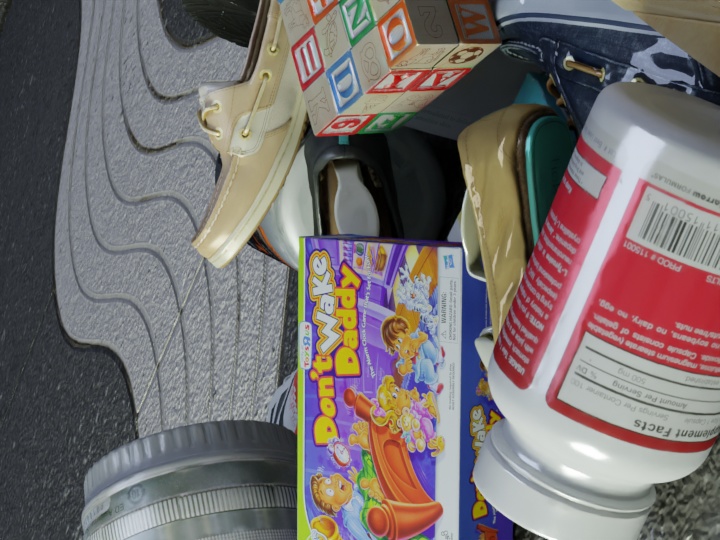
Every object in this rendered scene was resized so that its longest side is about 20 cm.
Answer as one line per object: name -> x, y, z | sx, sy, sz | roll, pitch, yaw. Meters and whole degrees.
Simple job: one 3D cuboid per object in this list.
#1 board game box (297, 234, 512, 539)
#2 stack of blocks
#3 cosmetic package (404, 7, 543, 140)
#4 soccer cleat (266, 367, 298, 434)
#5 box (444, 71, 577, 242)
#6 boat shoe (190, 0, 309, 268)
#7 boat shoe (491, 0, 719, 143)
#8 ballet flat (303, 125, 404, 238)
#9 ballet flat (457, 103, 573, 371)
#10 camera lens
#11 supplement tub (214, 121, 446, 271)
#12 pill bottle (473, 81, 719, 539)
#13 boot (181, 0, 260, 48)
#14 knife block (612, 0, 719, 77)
board game box -> 0.024, 0.082, 1.057 | 0.134, 0.045, 0.200 | 4, 96, 48
stack of blocks -> -0.001, -0.191, 1.072 | 0.115, 0.059, 0.200 | -37, 64, 52
cosmetic package -> 0.033, -0.145, 1.221 | 0.200, 0.108, 0.085 | -134, 60, -67
soccer cleat -> -0.027, 0.087, 1.285 | 0.085, 0.069, 0.200 | -116, 39, -51
box -> 0.085, -0.007, 1.076 | 0.082, 0.049, 0.200 | -108, 38, -55
boat shoe -> -0.068, -0.102, 1.166 | 0.200, 0.069, 0.074 | -67, 14, -4
boat shoe -> 0.125, -0.095, 0.978 | 0.200, 0.071, 0.091 | 17, 93, 59
ballet flat -> 0.000, 0.000, 1.159 | 0.068, 0.068, 0.200 | -95, -8, -65
ballet flat -> 0.087, 0.014, 0.973 | 0.063, 0.069, 0.200 | -4, 92, 42
camera lens -> -0.088, 0.214, 1.180 | 0.160, 0.160, 0.200 | -48, 49, 51
supplement tub -> -0.029, -0.060, 1.302 | 0.200, 0.122, 0.123 | -154, 79, -69
pill bottle -> 0.126, 0.024, 0.863 | 0.112, 0.112, 0.200 | -121, 49, -62
boot -> -0.043, -0.235, 1.364 | 0.079, 0.211, 0.158 | 8, 85, 33
knife block -> 0.161, -0.161, 0.811 | 0.064, 0.200, 0.176 | -48, -13, -15
